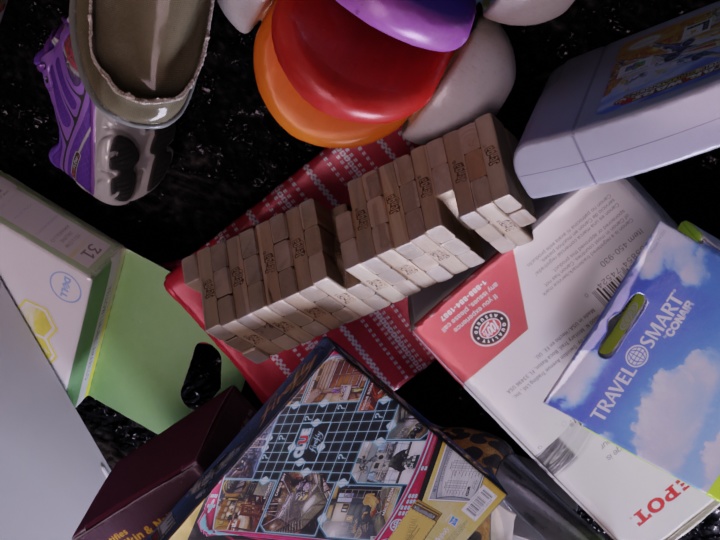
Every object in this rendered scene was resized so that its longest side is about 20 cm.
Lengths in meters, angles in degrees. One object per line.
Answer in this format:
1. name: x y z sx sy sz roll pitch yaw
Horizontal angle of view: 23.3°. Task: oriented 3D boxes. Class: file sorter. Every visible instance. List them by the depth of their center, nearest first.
1. file sorter: -0.272 0.109 1.092 0.124 0.139 0.200 -8 118 39

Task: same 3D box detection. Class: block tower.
1. block tower: 0.000 -0.013 0.959 0.200 0.058 0.054 -23 147 22

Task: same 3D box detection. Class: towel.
1. towel: 0.000 0.000 1.040 0.200 0.022 0.145 -38 105 8

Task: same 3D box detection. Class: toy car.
1. toy car: 0.014 -0.149 0.904 0.175 0.150 0.200 32 124 -5

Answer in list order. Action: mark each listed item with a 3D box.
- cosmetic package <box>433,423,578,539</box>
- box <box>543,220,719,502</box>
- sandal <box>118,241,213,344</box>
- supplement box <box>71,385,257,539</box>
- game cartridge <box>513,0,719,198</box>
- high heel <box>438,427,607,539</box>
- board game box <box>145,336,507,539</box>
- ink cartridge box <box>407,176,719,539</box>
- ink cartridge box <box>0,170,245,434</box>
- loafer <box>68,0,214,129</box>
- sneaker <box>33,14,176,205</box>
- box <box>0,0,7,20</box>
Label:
1. cosmetic package: 0.033 0.160 1.131 0.200 0.090 0.107 20 123 0
2. box: 0.209 0.063 0.943 0.200 0.048 0.122 29 103 -10
3. sandal: -0.105 0.017 1.103 0.199 0.045 0.075 1 119 15
4. supplement box: -0.061 0.185 1.070 0.110 0.086 0.200 -33 107 29
5. game cartridge: 0.177 -0.100 0.899 0.200 0.133 0.042 -20 106 25
6. high heel: 0.042 0.195 1.036 0.143 0.071 0.200 40 86 29
7. board game box: -0.033 0.155 0.986 0.135 0.035 0.200 41 93 -14
8. ink cartridge box: 0.146 0.044 1.005 0.147 0.083 0.200 -41 105 12
9. ink cartridge box: -0.172 0.043 1.107 0.200 0.048 0.146 31 133 10
10. loafer: -0.109 -0.175 0.910 0.075 0.070 0.201 3 85 -16
11. sneaker: -0.154 -0.134 1.009 0.083 0.081 0.200 24 120 24
12. box: -0.301 -0.203 1.028 0.200 0.035 0.110 28 124 -2
